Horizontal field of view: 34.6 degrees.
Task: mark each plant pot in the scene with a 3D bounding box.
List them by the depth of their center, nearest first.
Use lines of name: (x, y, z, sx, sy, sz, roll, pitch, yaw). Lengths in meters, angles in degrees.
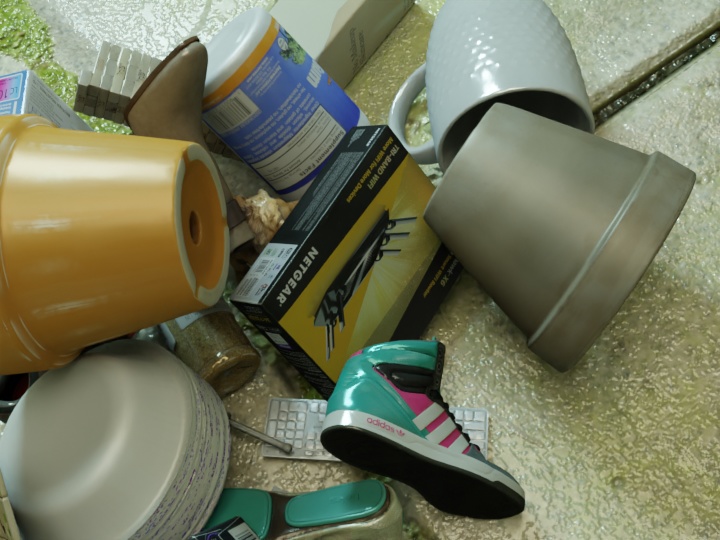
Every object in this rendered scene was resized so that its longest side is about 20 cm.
plant pot: (-0.206, -0.027, 0.895, 0.181, 0.201, 0.202, -5, 63, 12)
plant pot: (0.154, -0.045, 0.971, 0.173, 0.200, 0.201, 35, 71, 6)

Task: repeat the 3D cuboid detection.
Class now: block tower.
block tower: (-0.173, -0.160, 1.121, 0.198, 0.054, 0.058, 15, 62, -13)

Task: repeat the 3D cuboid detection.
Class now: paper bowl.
paper bowl: (-0.212, 0.150, 0.938, 0.199, 0.104, 0.202, -16, 52, 22)

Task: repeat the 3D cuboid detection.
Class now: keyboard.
keyboard: (0.013, 0.143, 1.016, 0.197, 0.011, 0.057, 2, 64, 6)

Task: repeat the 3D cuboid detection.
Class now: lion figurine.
lion figurine: (-0.137, -0.063, 1.071, 0.199, 0.123, 0.073, 32, 70, 20)

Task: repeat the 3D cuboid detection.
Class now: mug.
mug: (0.111, -0.174, 1.103, 0.199, 0.147, 0.177, -27, 50, 26)

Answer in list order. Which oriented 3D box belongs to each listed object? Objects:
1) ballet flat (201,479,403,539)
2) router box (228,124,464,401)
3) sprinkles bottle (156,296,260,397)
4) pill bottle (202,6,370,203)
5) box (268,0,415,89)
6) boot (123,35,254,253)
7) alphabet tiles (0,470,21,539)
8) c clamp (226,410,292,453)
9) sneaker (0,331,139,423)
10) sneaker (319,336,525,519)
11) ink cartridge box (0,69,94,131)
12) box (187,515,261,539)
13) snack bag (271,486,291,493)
ballet flat: (-0.061, 0.213, 0.936, 0.197, 0.063, 0.068, -6, 36, 13)
router box: (0.000, 0.000, 1.004, 0.052, 0.157, 0.201, 5, 55, 50)
sprinkles bottle: (-0.166, 0.022, 1.062, 0.068, 0.068, 0.201, -31, 65, -10)
pill bottle: (-0.061, -0.131, 1.055, 0.112, 0.200, 0.113, -36, 27, 22)
box: (-0.031, -0.250, 1.171, 0.077, 0.095, 0.201, 31, 72, 18)
boot: (-0.141, -0.080, 0.974, 0.070, 0.200, 0.147, -32, 81, -41)
alphabet tiles: (-0.273, 0.220, 0.893, 0.007, 0.200, 0.169, -16, 88, -25)
c clamp: (-0.181, 0.194, 0.996, 0.170, 0.027, 0.201, 25, 70, 21)
sneaker: (-0.261, 0.057, 1.018, 0.077, 0.082, 0.201, 34, 89, 32)
sneaker: (0.058, 0.121, 0.954, 0.199, 0.083, 0.122, 31, 50, -27)
ink cartridge box: (-0.310, -0.063, 1.075, 0.075, 0.137, 0.202, -12, 61, 18)
box: (-0.133, 0.299, 0.855, 0.122, 0.106, 0.200, 45, 96, 12)
snack bag: (-0.038, 0.302, 0.936, 0.187, 0.021, 0.201, 24, 68, 17)
